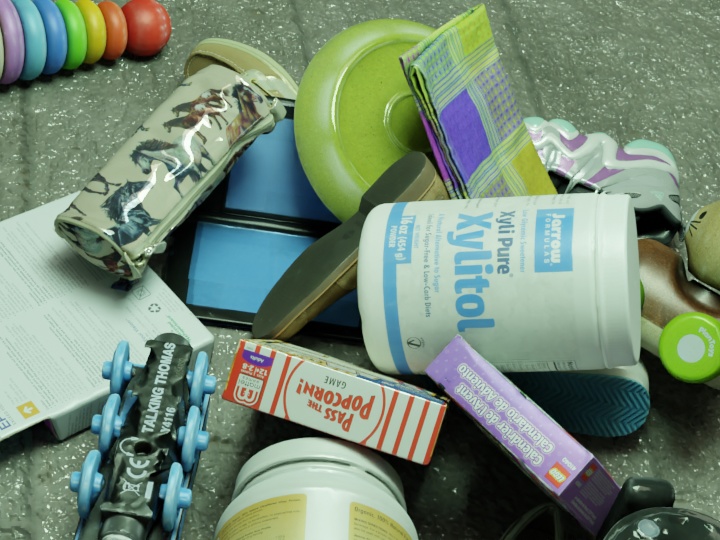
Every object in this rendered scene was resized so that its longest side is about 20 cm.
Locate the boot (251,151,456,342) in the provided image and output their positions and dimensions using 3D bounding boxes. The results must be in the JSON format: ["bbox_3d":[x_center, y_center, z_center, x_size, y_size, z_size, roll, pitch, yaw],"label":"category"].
[{"bbox_3d":[0.000,0.000,1.397,0.200,0.076,0.074,-42,29,2],"label":"boot"}]

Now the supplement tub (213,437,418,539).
[{"bbox_3d":[-0.032,0.226,1.149,0.143,0.145,0.201,8,44,-5],"label":"supplement tub"}]

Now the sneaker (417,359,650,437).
[{"bbox_3d":[0.135,0.078,1.402,0.198,0.077,0.081,15,27,0],"label":"sneaker"}]

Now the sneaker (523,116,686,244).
[{"bbox_3d":[0.201,-0.063,1.550,0.198,0.078,0.141,4,44,-9],"label":"sneaker"}]

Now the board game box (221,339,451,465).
[{"bbox_3d":[-0.011,0.093,1.271,0.150,0.047,0.200,18,-1,5],"label":"board game box"}]

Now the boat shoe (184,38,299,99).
[{"bbox_3d":[-0.089,-0.141,1.560,0.199,0.074,0.066,35,42,21],"label":"boat shoe"}]

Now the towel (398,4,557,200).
[{"bbox_3d":[0.105,-0.107,1.430,0.023,0.201,0.144,-12,18,36],"label":"towel"}]

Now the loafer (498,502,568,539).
[{"bbox_3d":[0.101,0.245,1.215,0.069,0.070,0.201,19,44,6],"label":"loafer"}]

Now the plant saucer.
[{"bbox_3d":[0.042,-0.120,1.455,0.198,0.031,0.202,4,78,-20],"label":"plant saucer"}]

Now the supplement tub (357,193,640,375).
[{"bbox_3d":[0.106,0.011,1.295,0.198,0.133,0.132,-3,42,14],"label":"supplement tub"}]

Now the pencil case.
[{"bbox_3d":[-0.149,-0.079,1.380,0.089,0.078,0.200,31,66,21],"label":"pencil case"}]

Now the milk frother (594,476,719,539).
[{"bbox_3d":[0.236,0.252,1.157,0.199,0.189,0.181,19,45,5],"label":"milk frother"}]

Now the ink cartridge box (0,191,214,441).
[{"bbox_3d":[-0.250,0.040,1.359,0.199,0.043,0.196,-25,56,-32],"label":"ink cartridge box"}]

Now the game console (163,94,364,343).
[{"bbox_3d":[-0.057,-0.047,1.448,0.198,0.172,0.118,8,17,-7],"label":"game console"}]

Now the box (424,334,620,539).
[{"bbox_3d":[0.132,0.132,1.256,0.039,0.200,0.137,-47,60,-2],"label":"box"}]

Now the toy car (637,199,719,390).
[{"bbox_3d":[0.284,-0.019,1.398,0.157,0.201,0.164,32,7,18],"label":"toy car"}]

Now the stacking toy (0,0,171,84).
[{"bbox_3d":[-0.267,-0.221,1.597,0.199,0.086,0.086,-12,49,-29],"label":"stacking toy"}]

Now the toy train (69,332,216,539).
[{"bbox_3d":[-0.152,0.138,1.231,0.086,0.115,0.201,8,43,0],"label":"toy train"}]
